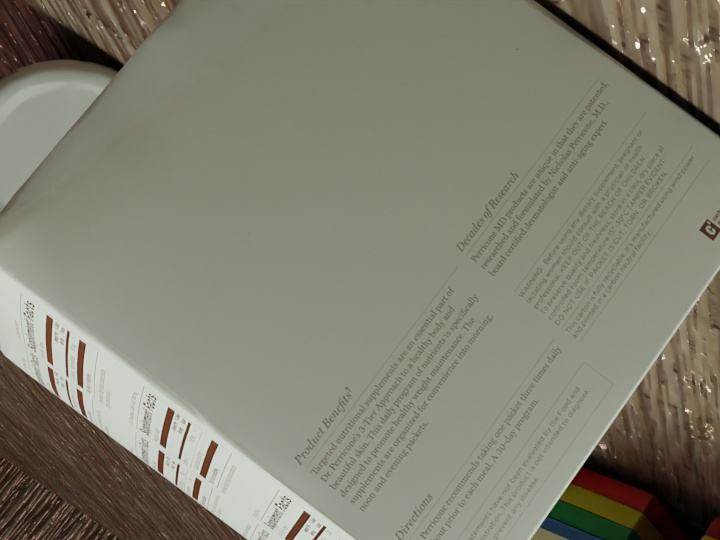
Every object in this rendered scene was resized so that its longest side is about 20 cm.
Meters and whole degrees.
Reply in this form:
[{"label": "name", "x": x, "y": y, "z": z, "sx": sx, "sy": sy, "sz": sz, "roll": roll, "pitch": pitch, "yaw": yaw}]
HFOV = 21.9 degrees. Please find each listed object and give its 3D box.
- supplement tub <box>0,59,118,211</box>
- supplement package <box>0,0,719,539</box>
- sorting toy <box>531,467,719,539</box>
[{"label": "supplement tub", "x": -0.167, "y": -0.034, "z": 1.055, "sx": 0.122, "sy": 0.123, "sz": 0.200, "roll": 37, "pitch": 164, "yaw": -1}, {"label": "supplement package", "x": 0.000, "y": 0.000, "z": 0.673, "sx": 0.200, "sy": 0.191, "sz": 0.147, "roll": 37, "pitch": 163, "yaw": 3}, {"label": "sorting toy", "x": 0.192, "y": 0.198, "z": 1.035, "sx": 0.200, "sy": 0.070, "sz": 0.199, "roll": 16, "pitch": 154, "yaw": 50}]
